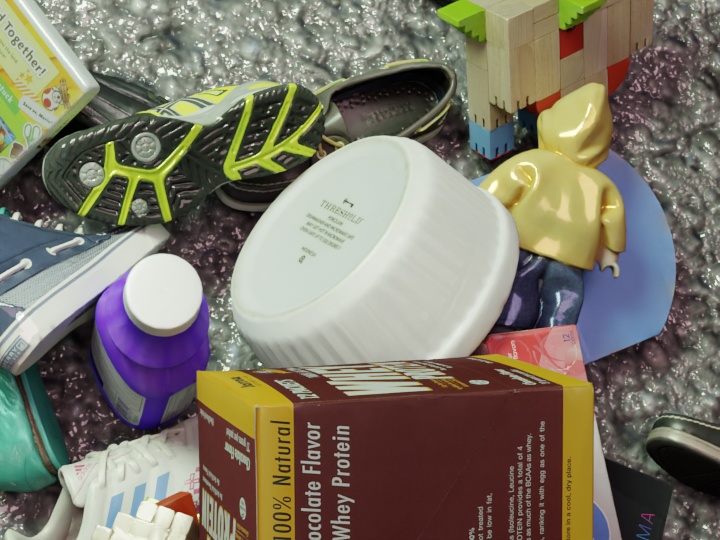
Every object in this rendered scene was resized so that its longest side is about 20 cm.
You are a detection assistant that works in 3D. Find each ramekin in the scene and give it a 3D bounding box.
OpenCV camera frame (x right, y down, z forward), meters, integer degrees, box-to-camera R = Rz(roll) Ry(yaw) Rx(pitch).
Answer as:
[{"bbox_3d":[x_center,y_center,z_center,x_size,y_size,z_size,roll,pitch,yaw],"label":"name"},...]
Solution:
[{"bbox_3d":[0.000,0.000,1.018,0.094,0.201,0.204,44,65,-29],"label":"ramekin"}]

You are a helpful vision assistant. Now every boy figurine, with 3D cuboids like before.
[{"bbox_3d":[0.133,-0.039,1.089,0.123,0.064,0.203,13,83,-7],"label":"boy figurine"}]

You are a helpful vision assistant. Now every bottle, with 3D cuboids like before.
[{"bbox_3d":[-0.135,0.043,0.981,0.065,0.200,0.084,-26,78,-19],"label":"bottle"}]

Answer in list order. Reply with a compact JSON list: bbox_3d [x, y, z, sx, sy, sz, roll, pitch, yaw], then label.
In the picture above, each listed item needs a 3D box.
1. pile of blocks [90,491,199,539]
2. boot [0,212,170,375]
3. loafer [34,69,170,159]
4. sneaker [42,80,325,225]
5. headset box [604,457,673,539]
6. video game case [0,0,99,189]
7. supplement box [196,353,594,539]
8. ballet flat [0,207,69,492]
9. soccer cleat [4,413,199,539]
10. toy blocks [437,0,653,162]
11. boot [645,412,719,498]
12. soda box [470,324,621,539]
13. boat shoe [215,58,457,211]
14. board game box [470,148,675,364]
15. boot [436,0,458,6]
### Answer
[{"bbox_3d":[-0.098,0.184,0.978,0.081,0.200,0.063,7,64,33],"label":"pile of blocks"},{"bbox_3d":[-0.203,-0.011,1.007,0.090,0.073,0.200,43,26,1],"label":"boot"},{"bbox_3d":[-0.226,-0.117,1.081,0.198,0.068,0.071,22,59,-9],"label":"loafer"},{"bbox_3d":[-0.125,-0.082,1.053,0.197,0.076,0.077,-14,107,-20],"label":"sneaker"},{"bbox_3d":[0.091,0.199,1.042,0.198,0.093,0.176,22,68,-5],"label":"headset box"},{"bbox_3d":[-0.301,-0.142,1.044,0.182,0.023,0.201,-40,83,15],"label":"video game case"},{"bbox_3d":[0.017,0.158,0.873,0.197,0.133,0.200,-2,95,-19],"label":"supplement box"},{"bbox_3d":[-0.253,0.054,1.026,0.069,0.067,0.203,-17,74,3],"label":"ballet flat"},{"bbox_3d":[-0.147,0.141,1.005,0.200,0.070,0.087,-44,116,-21],"label":"soccer cleat"},{"bbox_3d":[0.153,-0.161,1.155,0.199,0.138,0.100,-27,40,-27],"label":"toy blocks"},{"bbox_3d":[0.313,0.100,1.136,0.198,0.073,0.153,18,70,-11],"label":"boot"},{"bbox_3d":[0.121,0.142,0.984,0.069,0.063,0.203,-6,73,-15],"label":"soda box"},{"bbox_3d":[-0.018,-0.107,1.131,0.199,0.061,0.072,-25,80,-19],"label":"boat shoe"},{"bbox_3d":[0.140,-0.002,1.149,0.198,0.039,0.160,-21,83,-13],"label":"board game box"},{"bbox_3d":[0.087,-0.255,1.165,0.197,0.132,0.071,4,70,-12],"label":"boot"}]
